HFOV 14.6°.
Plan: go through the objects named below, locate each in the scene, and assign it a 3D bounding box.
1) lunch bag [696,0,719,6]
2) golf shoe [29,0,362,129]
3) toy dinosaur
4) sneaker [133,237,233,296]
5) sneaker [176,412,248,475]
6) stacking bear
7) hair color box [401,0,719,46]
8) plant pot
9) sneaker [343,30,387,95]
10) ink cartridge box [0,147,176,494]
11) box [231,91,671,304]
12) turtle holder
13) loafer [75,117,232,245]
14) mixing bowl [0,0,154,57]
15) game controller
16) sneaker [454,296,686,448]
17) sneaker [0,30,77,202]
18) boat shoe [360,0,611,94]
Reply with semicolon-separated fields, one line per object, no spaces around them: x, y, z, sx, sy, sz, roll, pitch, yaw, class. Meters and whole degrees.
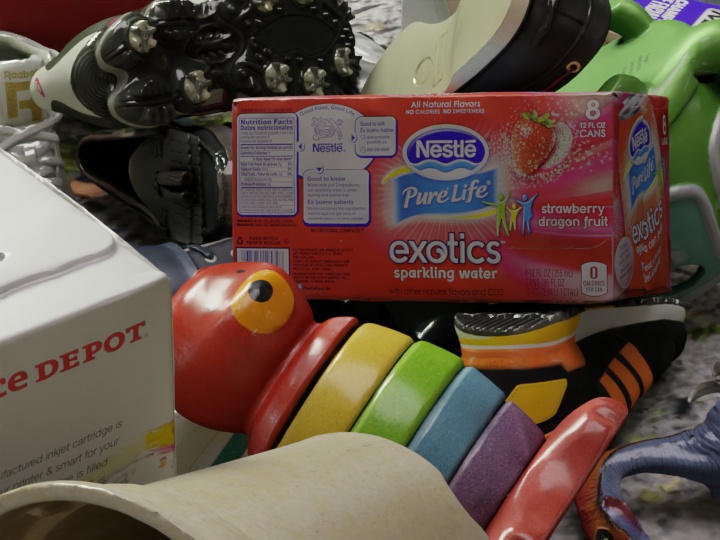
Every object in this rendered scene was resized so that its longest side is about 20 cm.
0.137;-0.169;1.699;0.199;0.076;0.160;17;11;20;lunch bag
-0.084;-0.117;1.494;0.088;0.077;0.200;-6;3;44;golf shoe
0.196;0.099;1.339;0.181;0.105;0.200;-6;-7;11;toy dinosaur
-0.137;-0.012;1.406;0.146;0.077;0.203;-19;75;-27;sneaker
-0.049;0.064;1.330;0.199;0.094;0.070;-9;33;-15;sneaker
-0.003;0.068;1.248;0.200;0.114;0.122;33;55;6;stacking bear
0.121;-0.107;1.595;0.199;0.110;0.065;15;33;21;hair color box
-0.043;0.154;1.122;0.200;0.201;0.183;22;26;29;plant pot
0.031;-0.080;1.572;0.200;0.074;0.079;15;27;19;sneaker
-0.176;0.076;1.205;0.147;0.201;0.145;-21;39;-33;ink cartridge box
0.045;-0.036;1.362;0.199;0.100;0.095;0;3;23;box
0.154;-0.062;1.466;0.185;0.132;0.141;-42;18;1;turtle holder
-0.102;-0.046;1.489;0.063;0.072;0.200;0;7;-18;loafer
-0.182;-0.151;1.628;0.199;0.109;0.200;7;9;-1;mixing bowl
0.000;0.000;1.497;0.104;0.042;0.200;2;29;-27;game controller
0.103;0.059;1.376;0.070;0.090;0.200;0;2;28;sneaker
-0.181;-0.052;1.490;0.073;0.116;0.200;-10;36;-22;sneaker
0.056;-0.099;1.452;0.063;0.201;0.074;20;63;-22;boat shoe
